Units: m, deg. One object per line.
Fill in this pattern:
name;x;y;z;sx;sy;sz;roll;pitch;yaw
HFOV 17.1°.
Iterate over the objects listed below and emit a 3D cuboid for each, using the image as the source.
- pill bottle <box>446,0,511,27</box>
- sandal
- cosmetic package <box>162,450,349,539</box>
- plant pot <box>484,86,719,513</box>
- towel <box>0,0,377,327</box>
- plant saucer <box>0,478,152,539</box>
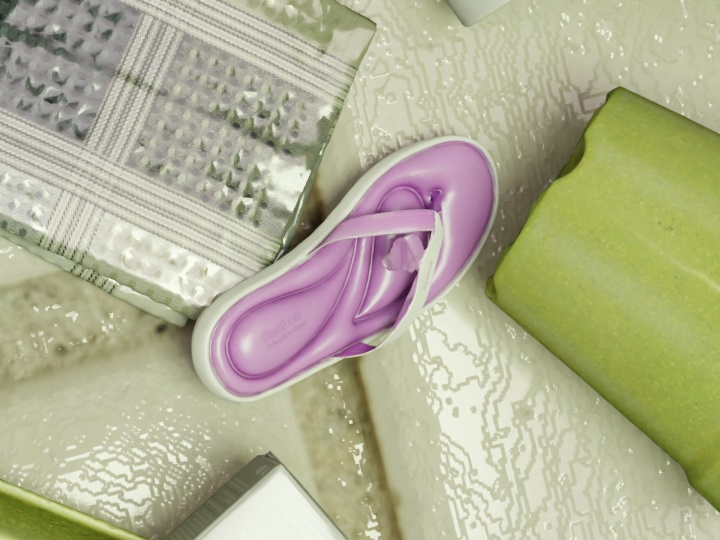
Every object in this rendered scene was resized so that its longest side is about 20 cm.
pill bottle;0.038;-0.234;1.242;0.119;0.120;0.200;-34;95;-8
sandal;0.004;0.006;1.253;0.202;0.050;0.083;-39;113;-18
cosmetic package;-0.085;0.195;1.187;0.200;0.090;0.107;-39;96;-5
plant pot;0.173;0.007;1.241;0.184;0.200;0.201;33;84;4
towel;-0.113;-0.085;1.264;0.199;0.035;0.193;25;82;-6
plant saucer;-0.174;0.219;1.237;0.199;0.048;0.200;23;86;-8
